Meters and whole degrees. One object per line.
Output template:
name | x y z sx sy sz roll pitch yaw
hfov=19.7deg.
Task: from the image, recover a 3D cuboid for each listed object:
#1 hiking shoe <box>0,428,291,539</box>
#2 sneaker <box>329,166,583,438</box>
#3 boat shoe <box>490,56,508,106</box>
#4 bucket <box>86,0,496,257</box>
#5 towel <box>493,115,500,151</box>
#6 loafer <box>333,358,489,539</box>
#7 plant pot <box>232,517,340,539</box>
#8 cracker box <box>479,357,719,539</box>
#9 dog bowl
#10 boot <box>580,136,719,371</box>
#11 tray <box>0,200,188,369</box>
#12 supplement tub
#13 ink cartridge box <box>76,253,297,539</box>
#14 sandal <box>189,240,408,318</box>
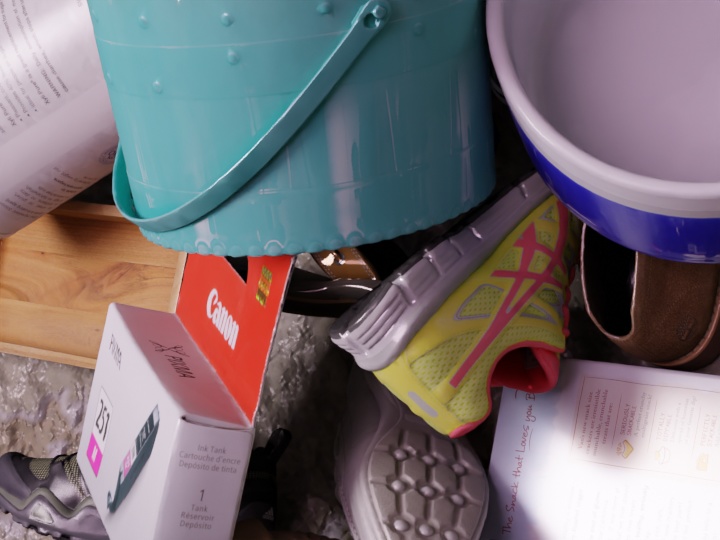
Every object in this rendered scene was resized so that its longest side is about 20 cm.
hiking shoe | -0.124 0.117 1.193 0.199 0.076 0.101 9 77 31
sneaker | 0.070 0.015 0.997 0.090 0.200 0.078 51 138 2
boat shoe | 0.080 -0.183 1.070 0.073 0.068 0.200 0 81 39
bucket | -0.030 -0.095 0.982 0.207 0.207 0.135 6 111 40
towel | -0.012 -0.127 1.140 0.147 0.050 0.201 -18 65 9
loafer | 0.021 0.105 1.031 0.200 0.070 0.070 -89 17 -62
plant pot | 0.001 0.208 1.021 0.092 0.201 0.201 -18 61 -10
cracker box | 0.152 0.116 0.969 0.200 0.058 0.134 6 82 39
dog bowl | 0.161 -0.107 0.946 0.199 0.079 0.201 -5 66 12
boot | 0.149 -0.056 1.000 0.073 0.075 0.201 -1 78 41
tray | -0.170 0.009 1.269 0.200 0.037 0.099 7 84 39
supplement tub | -0.178 -0.115 1.220 0.200 0.132 0.132 -29 62 17
ink cartridge box | -0.092 0.048 1.035 0.200 0.043 0.174 -137 58 -68
sandal | 0.000 0.000 1.101 0.200 0.082 0.055 9 91 38
